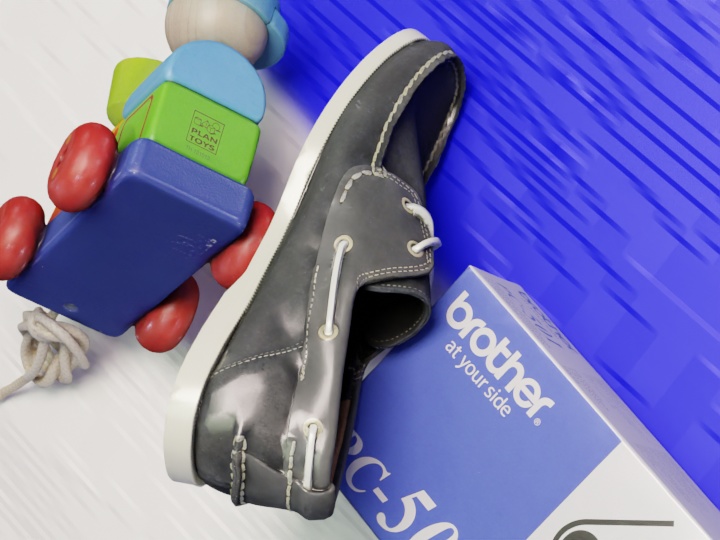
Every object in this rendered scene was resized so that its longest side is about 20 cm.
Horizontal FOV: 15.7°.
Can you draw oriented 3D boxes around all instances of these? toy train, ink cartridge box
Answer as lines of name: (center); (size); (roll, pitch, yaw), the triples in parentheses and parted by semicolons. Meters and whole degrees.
toy train: (-0.096, -0.031, 1.021); (0.200, 0.084, 0.116); (-37, 32, 54)
ink cartridge box: (0.075, 0.101, 0.909); (0.094, 0.044, 0.200); (-47, 61, 13)

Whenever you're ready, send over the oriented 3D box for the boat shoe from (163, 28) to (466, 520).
boat shoe: (0.000, 0.000, 0.936); (0.067, 0.072, 0.200); (14, 59, 21)
